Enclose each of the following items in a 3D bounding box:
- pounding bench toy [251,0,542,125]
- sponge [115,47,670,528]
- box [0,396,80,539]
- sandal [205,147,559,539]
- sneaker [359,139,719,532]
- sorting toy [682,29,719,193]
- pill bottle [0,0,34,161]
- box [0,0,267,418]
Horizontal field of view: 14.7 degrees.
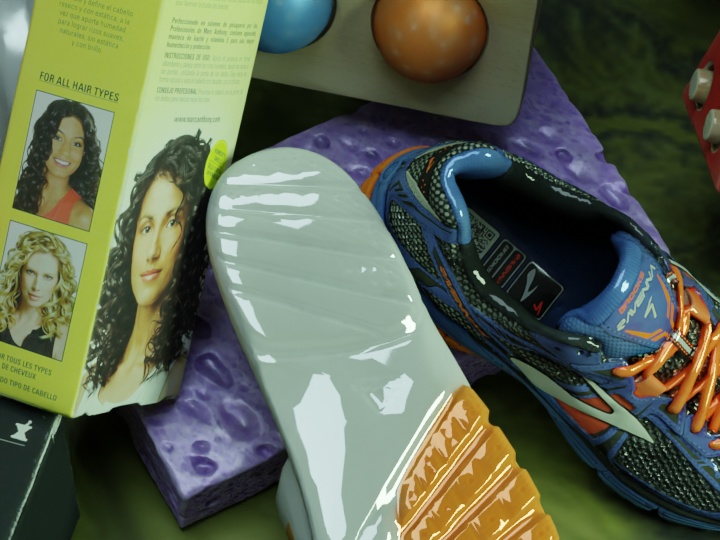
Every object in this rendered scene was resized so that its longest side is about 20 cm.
[{"bbox_3d":[0.049,-0.138,0.995,0.199,0.125,0.156,11,37,6],"label":"pounding bench toy"},{"bbox_3d":[0.000,0.000,0.994,0.199,0.030,0.112,-24,62,-16],"label":"sponge"},{"bbox_3d":[-0.208,0.096,0.904,0.199,0.079,0.142,14,61,9],"label":"box"},{"bbox_3d":[0.006,0.059,0.927,0.079,0.059,0.208,-19,82,-15],"label":"sandal"},{"bbox_3d":[0.087,0.023,0.931,0.199,0.078,0.076,31,74,-3],"label":"sneaker"},{"bbox_3d":[0.166,-0.103,0.917,0.069,0.199,0.201,13,84,-8],"label":"sorting toy"},{"bbox_3d":[-0.178,-0.057,0.976,0.199,0.120,0.120,-12,59,-9],"label":"pill bottle"},{"bbox_3d":[-0.074,-0.057,0.905,0.050,0.075,0.201,16,101,23],"label":"box"}]
